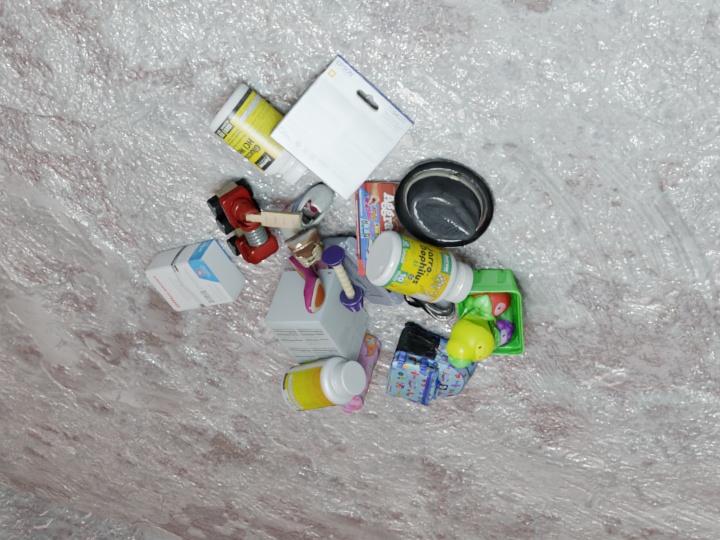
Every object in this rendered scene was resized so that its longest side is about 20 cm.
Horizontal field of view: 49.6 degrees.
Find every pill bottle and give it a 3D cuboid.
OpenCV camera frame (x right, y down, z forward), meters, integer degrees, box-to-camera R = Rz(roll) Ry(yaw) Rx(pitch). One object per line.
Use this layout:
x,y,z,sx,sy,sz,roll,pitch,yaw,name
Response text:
-0.084,0.261,1.802,0.200,0.109,0.109,-18,124,42,pill bottle
0.122,0.000,1.562,0.200,0.113,0.113,19,143,-26,pill bottle
-0.189,-0.263,1.538,0.200,0.113,0.112,38,137,-15,pill bottle

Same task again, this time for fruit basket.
0.265,0.122,1.652,0.155,0.216,0.216,-1,133,15,fruit basket

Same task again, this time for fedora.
0.160,-0.113,1.509,0.200,0.092,0.201,3,118,6,fedora

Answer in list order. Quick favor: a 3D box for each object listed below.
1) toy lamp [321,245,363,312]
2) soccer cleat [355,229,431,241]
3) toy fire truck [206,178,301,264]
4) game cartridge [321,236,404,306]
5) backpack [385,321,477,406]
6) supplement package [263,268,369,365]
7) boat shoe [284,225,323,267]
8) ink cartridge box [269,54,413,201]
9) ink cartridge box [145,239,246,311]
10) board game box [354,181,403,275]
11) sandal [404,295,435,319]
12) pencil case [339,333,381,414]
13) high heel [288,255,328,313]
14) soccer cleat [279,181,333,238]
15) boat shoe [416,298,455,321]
-0.035,0.025,1.729,0.058,0.058,0.200,4,144,21,toy lamp
0.074,-0.077,1.647,0.200,0.069,0.078,-16,122,40,soccer cleat
-0.214,-0.093,1.684,0.200,0.129,0.176,38,155,46,toy fire truck
0.000,0.000,1.743,0.200,0.041,0.133,49,155,-24,game cartridge
0.173,0.240,1.877,0.200,0.135,0.183,18,139,3,backpack
-0.099,0.117,1.839,0.150,0.152,0.200,-3,141,28,supplement package
-0.110,-0.047,1.656,0.076,0.200,0.072,-27,90,5,boat shoe
-0.036,-0.268,1.478,0.196,0.043,0.200,40,99,-16,ink cartridge box
-0.412,0.015,1.948,0.200,0.086,0.147,-9,128,33,ink cartridge box
0.040,-0.085,1.616,0.103,0.019,0.200,4,107,24,board game box
0.135,0.059,1.771,0.200,0.045,0.075,40,136,-17,sandal
-0.010,0.251,1.919,0.087,0.200,0.088,11,140,9,pencil case
-0.127,0.029,1.738,0.096,0.200,0.068,-7,124,12,high heel
-0.129,-0.114,1.684,0.070,0.086,0.200,35,138,-12,soccer cleat
0.126,0.026,1.672,0.200,0.074,0.060,50,173,19,boat shoe
